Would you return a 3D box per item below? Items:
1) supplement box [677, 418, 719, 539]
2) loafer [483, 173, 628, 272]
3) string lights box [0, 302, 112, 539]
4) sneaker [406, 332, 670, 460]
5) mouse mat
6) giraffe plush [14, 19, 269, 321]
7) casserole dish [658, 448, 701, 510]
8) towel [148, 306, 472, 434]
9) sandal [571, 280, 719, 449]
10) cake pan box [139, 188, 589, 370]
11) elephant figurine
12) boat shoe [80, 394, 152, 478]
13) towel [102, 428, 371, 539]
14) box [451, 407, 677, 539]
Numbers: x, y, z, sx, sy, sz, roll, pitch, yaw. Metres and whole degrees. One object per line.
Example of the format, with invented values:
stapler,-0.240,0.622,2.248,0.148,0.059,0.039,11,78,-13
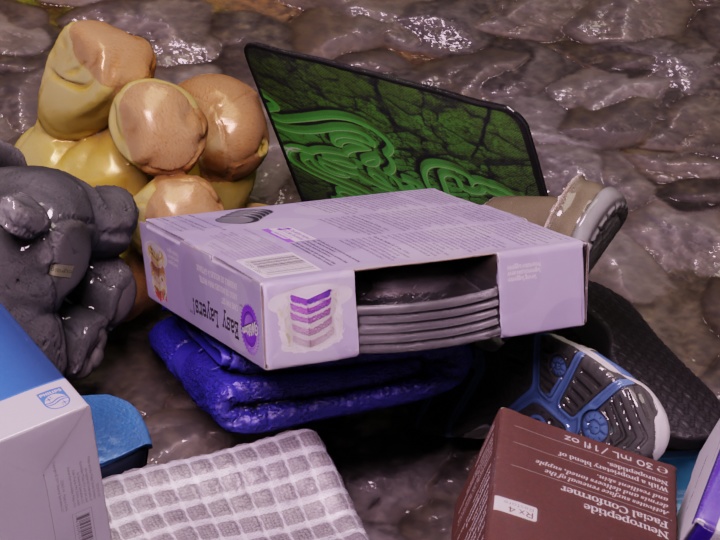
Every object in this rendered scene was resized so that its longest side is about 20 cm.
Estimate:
supplement box,0.260,0.148,1.168,0.200,0.103,0.101,24,57,5
loafer,0.090,-0.007,1.328,0.070,0.200,0.075,36,66,0
string lights box,-0.192,0.064,1.135,0.059,0.103,0.200,-22,38,-24
sneaker,0.107,0.067,1.285,0.077,0.076,0.200,1,9,-33
mouse mat,0.028,-0.062,1.402,0.200,0.161,0.008,18,58,31
giraffe plush,-0.120,-0.062,1.424,0.162,0.173,0.200,-13,-4,-43
casserole dish,0.192,0.149,1.260,0.199,0.039,0.121,-3,37,-14
towel,-0.033,0.035,1.296,0.147,0.050,0.200,-12,13,-13
sandal,0.157,0.064,1.361,0.075,0.045,0.200,24,15,-19
cake pan box,0.000,0.000,1.242,0.184,0.052,0.200,-9,14,-23
elephant figurine,-0.235,-0.014,1.291,0.200,0.156,0.141,19,27,22
boat shoe,-0.206,0.121,1.218,0.199,0.069,0.084,-4,46,-12
towel,-0.074,0.169,1.154,0.199,0.086,0.166,-13,41,-24
box,0.094,0.159,1.111,0.100,0.075,0.200,19,32,-5
